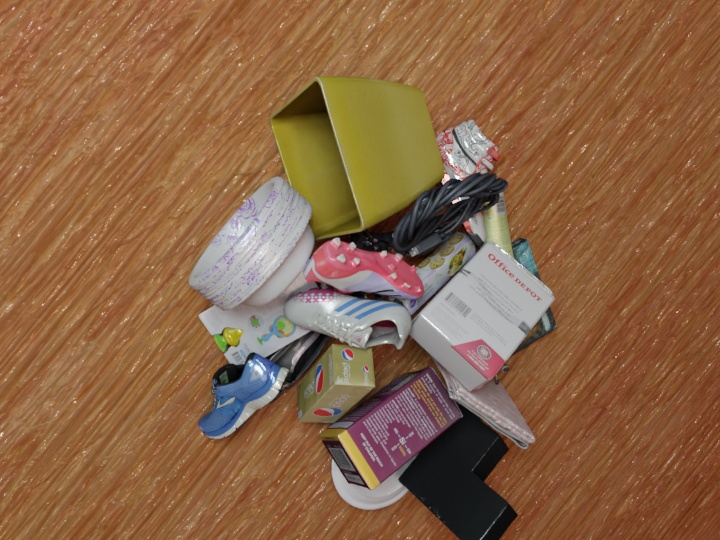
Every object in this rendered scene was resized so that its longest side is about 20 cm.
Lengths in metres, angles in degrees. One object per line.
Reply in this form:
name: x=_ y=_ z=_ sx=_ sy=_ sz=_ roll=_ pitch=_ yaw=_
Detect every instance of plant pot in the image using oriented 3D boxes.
plant pot: x=0.004 y=-0.171 z=0.825 sx=0.176 sy=0.200 sz=0.201 roll=-21 pitch=98 yaw=-26

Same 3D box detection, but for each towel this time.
towel: x=0.202 y=0.205 z=0.987 sx=0.200 sy=0.191 sz=0.032 roll=37 pitch=104 yaw=-23

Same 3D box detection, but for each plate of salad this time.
plate of salad: x=0.034 y=0.343 z=1.041 sx=0.199 sy=0.048 sz=0.201 roll=-3 pitch=98 yaw=-27

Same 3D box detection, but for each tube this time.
tube: x=0.237 y=-0.048 z=0.996 sx=0.052 sy=0.058 sz=0.201 roll=-18 pitch=101 yaw=-52

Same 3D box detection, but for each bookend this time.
bookend: x=0.210 y=0.373 z=1.002 sx=0.200 sy=0.198 sz=0.092 roll=-48 pitch=137 yaw=-12

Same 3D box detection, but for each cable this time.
cable: x=0.128 y=-0.093 z=0.826 sx=0.199 sy=0.163 sz=0.051 roll=-30 pitch=71 yaw=-3

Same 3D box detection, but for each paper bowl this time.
paper bowl: x=-0.145 y=-0.029 z=0.809 sx=0.104 sy=0.201 sz=0.201 roll=40 pitch=89 yaw=-22

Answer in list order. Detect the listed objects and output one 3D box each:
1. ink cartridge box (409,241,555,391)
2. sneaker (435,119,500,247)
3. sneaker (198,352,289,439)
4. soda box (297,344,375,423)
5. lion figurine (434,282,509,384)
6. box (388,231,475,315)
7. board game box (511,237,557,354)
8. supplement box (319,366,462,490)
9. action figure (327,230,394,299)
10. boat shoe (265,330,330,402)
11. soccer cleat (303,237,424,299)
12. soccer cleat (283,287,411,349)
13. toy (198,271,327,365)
ink cartridge box: x=0.195 y=0.070 z=0.902 sx=0.146 sy=0.085 sz=0.200 roll=43 pitch=62 yaw=10
sneaker: x=0.193 y=-0.148 z=0.932 sx=0.108 sy=0.067 sz=0.202 roll=-27 pitch=93 yaw=8
sneaker: x=-0.202 y=0.193 z=0.893 sx=0.089 sy=0.079 sz=0.200 roll=42 pitch=116 yaw=-9
soda box: x=-0.044 y=0.188 z=0.902 sx=0.067 sy=0.200 sz=0.064 roll=8 pitch=58 yaw=-20
lion figurine: x=0.197 y=0.114 z=1.020 sx=0.072 sy=0.123 sz=0.200 roll=-29 pitch=126 yaw=3
box: x=0.125 y=0.002 z=0.946 sx=0.200 sy=0.041 sz=0.039 roll=-39 pitch=131 yaw=-32
board game box: x=0.287 y=0.056 z=1.063 sx=0.135 sy=0.028 sz=0.201 roll=-28 pitch=109 yaw=-10
supplement box: x=0.049 y=0.263 z=0.945 sx=0.200 sy=0.131 sz=0.103 roll=-32 pitch=85 yaw=-22
action figure: x=0.000 y=0.000 z=0.905 sx=0.119 sy=0.102 sz=0.201 roll=-33 pitch=130 yaw=-34
boat shoe: x=-0.117 y=0.149 z=0.938 sx=0.067 sy=0.057 sz=0.200 roll=37 pitch=90 yaw=-22
soccer cleat: x=0.010 y=0.008 z=0.821 sx=0.200 sy=0.067 sz=0.076 roll=18 pitch=137 yaw=-39
soccer cleat: x=-0.022 y=0.076 z=0.841 sx=0.199 sy=0.086 sz=0.070 roll=3 pitch=127 yaw=4
toy: x=-0.146 y=0.066 z=0.912 sx=0.200 sy=0.047 sz=0.115 roll=-31 pitch=101 yaw=-1
